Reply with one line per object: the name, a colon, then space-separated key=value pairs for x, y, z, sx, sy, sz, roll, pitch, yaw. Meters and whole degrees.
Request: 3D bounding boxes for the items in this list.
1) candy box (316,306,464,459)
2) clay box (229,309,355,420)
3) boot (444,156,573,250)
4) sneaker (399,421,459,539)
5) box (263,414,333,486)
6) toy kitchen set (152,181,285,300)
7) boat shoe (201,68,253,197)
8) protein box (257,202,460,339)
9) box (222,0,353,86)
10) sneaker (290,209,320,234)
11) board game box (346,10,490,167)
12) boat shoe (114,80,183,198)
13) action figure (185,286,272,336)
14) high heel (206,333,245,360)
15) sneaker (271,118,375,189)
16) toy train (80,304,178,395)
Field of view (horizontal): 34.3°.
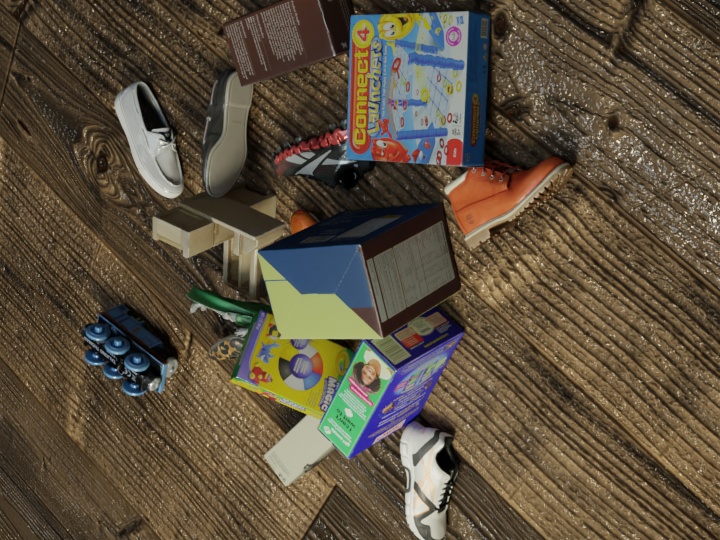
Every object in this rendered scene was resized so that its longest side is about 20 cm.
candy box: x=0.044 y=0.163 z=1.722 sx=0.077 sy=0.168 sz=0.201 roll=42 pitch=130 yaw=22
clay box: x=-0.090 y=0.154 z=1.808 sx=0.199 sy=0.116 sz=0.048 roll=24 pitch=159 yaw=-14
boot: x=0.191 y=-0.115 z=1.552 sx=0.200 sy=0.075 sz=0.108 roll=-34 pitch=81 yaw=44
sneaker: x=0.113 y=0.334 z=1.804 sx=0.079 sy=0.074 sz=0.202 roll=3 pitch=112 yaw=33
box: x=-0.071 y=0.273 z=1.925 sx=0.069 sy=0.082 sz=0.200 roll=53 pitch=133 yaw=10
toy kitchen set: x=-0.197 y=-0.013 z=1.827 sx=0.162 sy=0.199 sz=0.182 roll=23 pitch=122 yaw=31
boat shoe: x=-0.213 y=-0.216 z=1.827 sx=0.057 sy=0.066 sz=0.202 roll=17 pitch=96 yaw=52
protein box: x=0.000 y=0.000 z=1.668 sx=0.197 sy=0.199 sz=0.136 roll=-3 pitch=107 yaw=40
box: x=-0.100 y=-0.342 z=1.697 sx=0.199 sy=0.075 sz=0.101 roll=-8 pitch=103 yaw=43
sneaker: x=-0.078 y=0.005 z=1.822 sx=0.073 sy=0.077 sz=0.202 roll=0 pitch=106 yaw=41
board game box: x=0.075 y=-0.244 z=1.572 sx=0.194 sy=0.056 sz=0.202 roll=7 pitch=99 yaw=37
boat shoe: x=-0.342 y=-0.222 z=1.958 sx=0.068 sy=0.072 sz=0.202 roll=-29 pitch=80 yaw=43
action figure: x=-0.174 y=0.077 z=1.885 sx=0.198 sy=0.118 sz=0.055 roll=17 pitch=100 yaw=17
high heel: x=-0.173 y=0.169 z=1.968 sx=0.199 sy=0.071 sz=0.144 roll=-19 pitch=89 yaw=34
sneaker: x=-0.053 y=-0.160 z=1.734 sx=0.199 sy=0.071 sz=0.099 roll=-14 pitch=96 yaw=41
toy train: x=-0.421 y=0.147 z=2.140 sx=0.199 sy=0.114 sz=0.087 roll=32 pitch=129 yaw=26
